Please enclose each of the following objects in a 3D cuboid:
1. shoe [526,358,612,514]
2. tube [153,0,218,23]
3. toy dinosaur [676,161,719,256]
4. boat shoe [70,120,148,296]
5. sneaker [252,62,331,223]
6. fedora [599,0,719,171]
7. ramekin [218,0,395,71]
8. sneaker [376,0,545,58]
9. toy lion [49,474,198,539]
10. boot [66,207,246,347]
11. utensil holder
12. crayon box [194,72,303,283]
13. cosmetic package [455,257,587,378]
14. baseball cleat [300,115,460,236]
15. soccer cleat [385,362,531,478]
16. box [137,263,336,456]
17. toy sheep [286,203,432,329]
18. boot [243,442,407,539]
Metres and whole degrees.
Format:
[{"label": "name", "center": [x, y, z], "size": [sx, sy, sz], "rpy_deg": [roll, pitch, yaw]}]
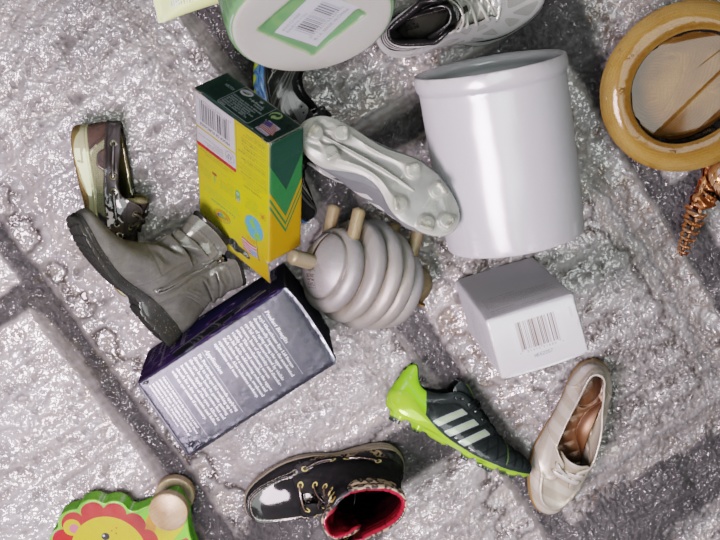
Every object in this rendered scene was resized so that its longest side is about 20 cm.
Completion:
[{"label": "shoe", "center": [0.252, 0.204, 1.623], "size": [0.070, 0.053, 0.201], "rpy_deg": [16, 99, -8]}, {"label": "tube", "center": [-0.136, -0.333, 1.492], "size": [0.199, 0.052, 0.058], "rpy_deg": [-13, 62, 1]}, {"label": "toy dinosaur", "center": [0.443, -0.100, 1.576], "size": [0.136, 0.102, 0.200], "rpy_deg": [40, 114, 4]}, {"label": "boat shoe", "center": [-0.270, -0.070, 1.514], "size": [0.065, 0.073, 0.201], "rpy_deg": [-13, 102, 8]}, {"label": "sneaker", "center": [-0.072, -0.151, 1.518], "size": [0.082, 0.071, 0.200], "rpy_deg": [-6, 99, 3]}, {"label": "fedora", "center": [0.365, -0.212, 1.537], "size": [0.200, 0.082, 0.201], "rpy_deg": [0, 105, -1]}, {"label": "ramekin", "center": [-0.058, -0.298, 1.416], "size": [0.199, 0.200, 0.098], "rpy_deg": [-11, 63, -2]}, {"label": "sneaker", "center": [0.119, -0.277, 1.486], "size": [0.200, 0.115, 0.076], "rpy_deg": [-18, 102, -1]}, {"label": "toy lion", "center": [-0.264, 0.346, 1.610], "size": [0.191, 0.069, 0.200], "rpy_deg": [-27, 103, 8]}, {"label": "boot", "center": [-0.222, -0.024, 1.488], "size": [0.131, 0.068, 0.200], "rpy_deg": [-45, 121, -14]}, {"label": "utensil holder", "center": [0.159, -0.131, 1.494], "size": [0.169, 0.170, 0.201], "rpy_deg": [-12, 104, -2]}, {"label": "crayon box", "center": [-0.122, -0.099, 1.471], "size": [0.051, 0.127, 0.200], "rpy_deg": [-31, 144, -32]}, {"label": "cosmetic package", "center": [0.176, 0.049, 1.512], "size": [0.101, 0.200, 0.074], "rpy_deg": [-16, 102, -1]}, {"label": "baseball cleat", "center": [0.020, -0.104, 1.473], "size": [0.200, 0.106, 0.070], "rpy_deg": [36, 86, -4]}, {"label": "soccer cleat", "center": [0.126, 0.180, 1.606], "size": [0.200, 0.068, 0.081], "rpy_deg": [29, 85, -9]}, {"label": "box", "center": [-0.137, 0.097, 1.523], "size": [0.200, 0.148, 0.104], "rpy_deg": [-34, 101, 1]}, {"label": "toy sheep", "center": [0.000, 0.000, 1.522], "size": [0.200, 0.138, 0.138], "rpy_deg": [15, 101, -33]}, {"label": "boot", "center": [-0.038, 0.265, 1.561], "size": [0.199, 0.151, 0.073], "rpy_deg": [-13, 102, -2]}]
